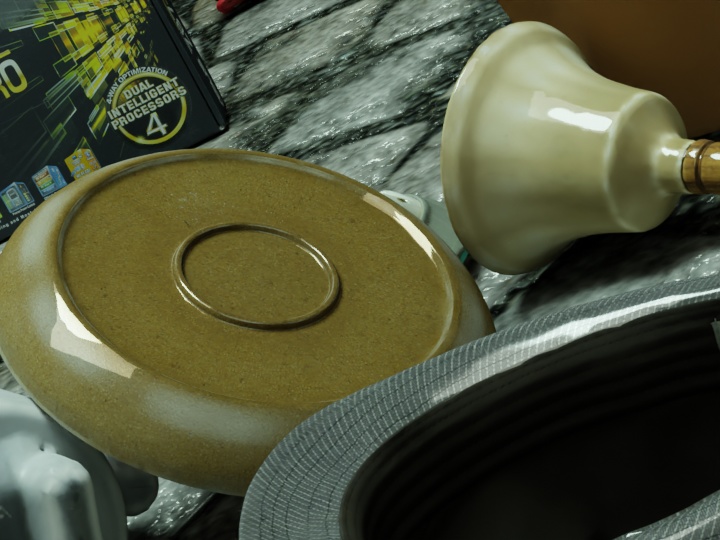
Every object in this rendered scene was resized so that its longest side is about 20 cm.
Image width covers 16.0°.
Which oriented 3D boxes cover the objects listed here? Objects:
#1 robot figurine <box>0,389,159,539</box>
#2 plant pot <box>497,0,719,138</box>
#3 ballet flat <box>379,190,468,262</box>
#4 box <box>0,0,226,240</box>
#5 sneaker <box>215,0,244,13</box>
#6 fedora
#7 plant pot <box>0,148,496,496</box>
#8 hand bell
[{"bbox_3d":[-0.162,0.097,0.970,0.169,0.114,0.200,-10,9,-27],"label":"robot figurine"},{"bbox_3d":[0.140,-0.144,1.116,0.199,0.141,0.200,-22,14,6],"label":"plant pot"},{"bbox_3d":[0.000,0.000,1.075,0.067,0.064,0.200,-19,20,24],"label":"ballet flat"},{"bbox_3d":[-0.201,-0.115,1.512,0.199,0.162,0.049,-25,18,8],"label":"box"},{"bbox_3d":[-0.050,-0.219,1.740,0.115,0.078,0.200,-42,9,-15],"label":"sneaker"},{"bbox_3d":[0.074,0.078,0.719,0.199,0.091,0.177,-21,20,2],"label":"fedora"},{"bbox_3d":[-0.041,0.010,0.975,0.199,0.028,0.201,8,36,-6],"label":"plant pot"},{"bbox_3d":[0.139,-0.038,0.986,0.199,0.105,0.104,9,39,41],"label":"hand bell"}]
